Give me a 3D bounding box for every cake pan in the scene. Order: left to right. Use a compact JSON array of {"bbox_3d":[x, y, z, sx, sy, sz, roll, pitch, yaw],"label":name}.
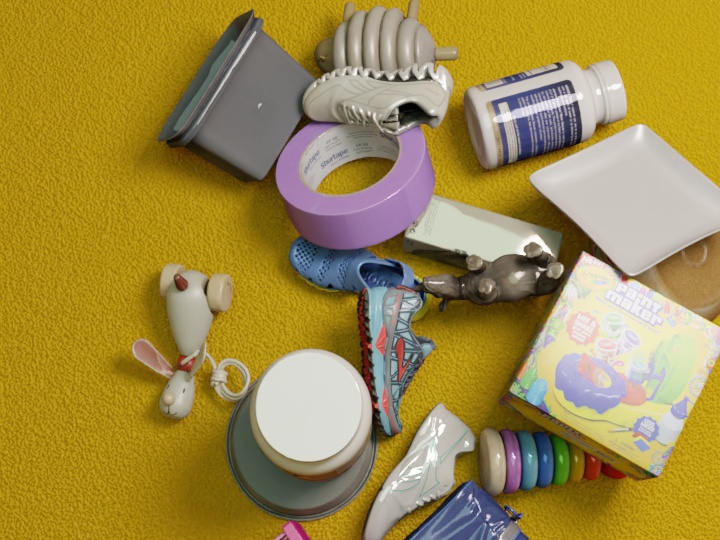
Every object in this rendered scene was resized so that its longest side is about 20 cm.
[{"bbox_3d":[-0.076,0.217,1.596,0.197,0.037,0.203,0,77,0],"label":"cake pan"}]

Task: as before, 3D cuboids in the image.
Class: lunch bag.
[{"bbox_3d":[0.119,0.356,1.515,0.200,0.136,0.132,-42,82,-8],"label":"lunch bag"}]

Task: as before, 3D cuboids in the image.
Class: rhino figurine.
[{"bbox_3d":[0.157,0.013,1.551,0.197,0.087,0.061,-10,75,13],"label":"rhino figurine"}]

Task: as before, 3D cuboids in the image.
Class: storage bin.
[{"bbox_3d":[-0.157,-0.216,1.652,0.134,0.145,0.201,35,79,-20],"label":"storage bin"}]

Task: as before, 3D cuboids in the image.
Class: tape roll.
[{"bbox_3d":[-0.007,-0.122,1.605,0.198,0.066,0.202,-11,46,11],"label":"tape roll"}]

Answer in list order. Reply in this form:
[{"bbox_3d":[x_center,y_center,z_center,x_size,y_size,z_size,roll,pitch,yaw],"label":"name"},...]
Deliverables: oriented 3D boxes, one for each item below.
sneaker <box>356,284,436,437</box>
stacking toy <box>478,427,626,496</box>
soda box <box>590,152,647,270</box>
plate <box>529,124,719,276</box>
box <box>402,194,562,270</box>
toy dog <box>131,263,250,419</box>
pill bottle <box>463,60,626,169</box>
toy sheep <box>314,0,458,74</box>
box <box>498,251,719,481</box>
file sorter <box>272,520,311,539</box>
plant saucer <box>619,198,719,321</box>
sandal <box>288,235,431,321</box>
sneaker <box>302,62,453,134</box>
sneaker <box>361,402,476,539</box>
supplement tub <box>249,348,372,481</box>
[{"bbox_3d":[0.051,0.116,1.566,0.094,0.079,0.202,-7,112,-7],"label":"sneaker"},{"bbox_3d":[0.252,0.236,1.575,0.197,0.085,0.087,-3,78,-7],"label":"stacking toy"},{"bbox_3d":[0.342,-0.047,1.635,0.063,0.068,0.202,13,78,4],"label":"soda box"},{"bbox_3d":[0.340,-0.084,1.549,0.198,0.033,0.200,-25,54,-23],"label":"plate"},{"bbox_3d":[0.157,-0.037,1.628,0.198,0.082,0.069,17,78,5],"label":"box"},{"bbox_3d":[-0.225,0.080,1.591,0.130,0.096,0.203,-14,76,13],"label":"toy dog"},{"bbox_3d":[0.244,-0.212,1.649,0.198,0.111,0.112,-16,78,-3],"label":"pill bottle"},{"bbox_3d":[0.032,-0.290,1.660,0.197,0.138,0.140,-2,77,19],"label":"toy sheep"},{"bbox_3d":[0.301,0.118,1.507,0.198,0.122,0.194,28,80,5],"label":"box"},{"bbox_3d":[-0.073,0.422,1.501,0.125,0.139,0.201,-35,80,-6],"label":"file sorter"},{"bbox_3d":[0.420,-0.023,1.604,0.198,0.035,0.203,3,84,-26],"label":"plant saucer"},{"bbox_3d":[0.000,0.000,1.619,0.198,0.087,0.080,18,80,6],"label":"sandal"},{"bbox_3d":[0.018,-0.212,1.589,0.197,0.075,0.082,-4,56,16],"label":"sneaker"},{"bbox_3d":[0.073,0.268,1.569,0.080,0.070,0.201,35,80,5],"label":"sneaker"},{"bbox_3d":[-0.057,0.173,1.484,0.142,0.200,0.146,0,77,1],"label":"supplement tub"}]
